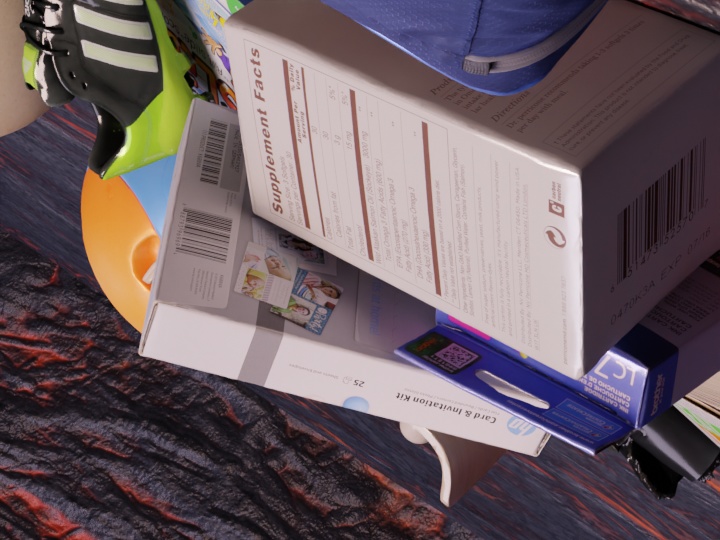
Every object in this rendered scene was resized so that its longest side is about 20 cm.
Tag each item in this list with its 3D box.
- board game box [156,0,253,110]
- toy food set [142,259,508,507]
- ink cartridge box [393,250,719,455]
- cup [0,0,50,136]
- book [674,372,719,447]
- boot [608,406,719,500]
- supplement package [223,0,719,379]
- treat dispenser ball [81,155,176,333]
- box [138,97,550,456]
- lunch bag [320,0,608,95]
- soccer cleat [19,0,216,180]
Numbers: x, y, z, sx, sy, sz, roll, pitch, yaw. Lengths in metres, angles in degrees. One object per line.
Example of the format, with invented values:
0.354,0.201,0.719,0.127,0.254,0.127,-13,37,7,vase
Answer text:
-0.107,-0.164,1.024,0.200,0.034,0.136,44,158,21,board game box
0.004,0.026,1.007,0.200,0.143,0.061,36,130,15,toy food set
0.123,0.011,0.915,0.119,0.200,0.042,28,130,32,ink cartridge box
-0.267,-0.199,1.210,0.200,0.200,0.143,33,143,8,cup
0.277,0.116,1.275,0.200,0.048,0.133,40,172,-34,book
0.169,0.102,1.429,0.168,0.077,0.200,40,162,-8,boot
0.053,-0.062,0.867,0.200,0.117,0.118,28,141,33,supplement package
-0.080,-0.039,1.240,0.200,0.201,0.201,33,169,7,treat dispenser ball
0.000,0.000,0.952,0.199,0.156,0.041,14,132,-9,box
0.008,-0.157,0.625,0.200,0.136,0.132,34,169,8,lunch bag
-0.143,-0.133,0.970,0.068,0.081,0.200,39,159,54,soccer cleat
